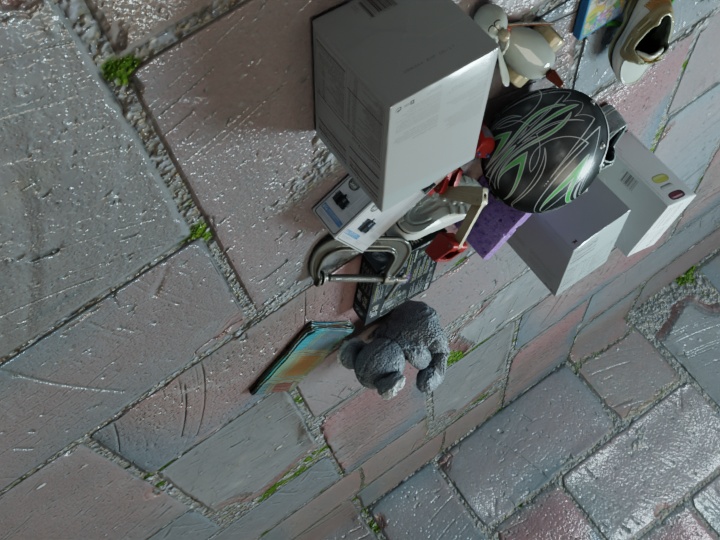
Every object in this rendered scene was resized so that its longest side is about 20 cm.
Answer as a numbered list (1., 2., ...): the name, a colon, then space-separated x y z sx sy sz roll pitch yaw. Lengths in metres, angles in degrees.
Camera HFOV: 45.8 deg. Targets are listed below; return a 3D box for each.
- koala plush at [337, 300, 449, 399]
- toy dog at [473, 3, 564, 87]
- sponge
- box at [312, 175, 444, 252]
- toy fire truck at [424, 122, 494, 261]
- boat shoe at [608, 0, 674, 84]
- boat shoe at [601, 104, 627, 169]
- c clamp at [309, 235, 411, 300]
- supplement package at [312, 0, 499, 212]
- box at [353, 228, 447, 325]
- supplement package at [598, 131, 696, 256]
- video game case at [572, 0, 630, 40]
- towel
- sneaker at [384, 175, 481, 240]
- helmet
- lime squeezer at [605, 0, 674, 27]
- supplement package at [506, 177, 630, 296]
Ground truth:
1. koala plush: 0.062 0.167 1.708 0.200 0.177 0.184 -29 147 -36
2. toy dog: 0.224 -0.297 1.173 0.200 0.096 0.132 -16 148 -42
3. sponge: 0.254 -0.128 1.515 0.200 0.112 0.030 -48 154 23
4. box: 0.037 -0.123 1.268 0.200 0.060 0.117 -42 157 9
5. toy fire truck: 0.150 -0.127 1.323 0.200 0.141 0.049 -49 155 25
6. boat shoe: 0.446 -0.358 1.353 0.075 0.069 0.200 -17 151 -2
7. boat shoe: 0.466 -0.235 1.677 0.070 0.072 0.201 -28 155 -22
8. c clamp: 0.000 0.000 1.417 0.200 0.027 0.171 5 141 -29
9. supplement package: 0.046 -0.207 1.006 0.152 0.151 0.200 -31 156 -18
10. box: 0.070 0.003 1.574 0.160 0.044 0.200 -29 155 -21
11. supplement package: 0.561 -0.163 1.787 0.111 0.200 0.156 -20 151 -37
12. video game case: 0.410 -0.443 1.276 0.200 0.018 0.143 -33 156 -13
13. towel: -0.111 0.171 1.649 0.200 0.022 0.147 -48 155 21
14. sneaker: 0.127 -0.101 1.448 0.200 0.077 0.081 -20 163 -28
15. helmet: 0.290 -0.192 1.356 0.200 0.200 0.191 -36 161 -4
16. lime squeezer: 0.471 -0.424 1.397 0.200 0.038 0.071 -31 125 -14
17. supplement package: 0.390 -0.096 1.671 0.147 0.191 0.200 -33 157 -14
